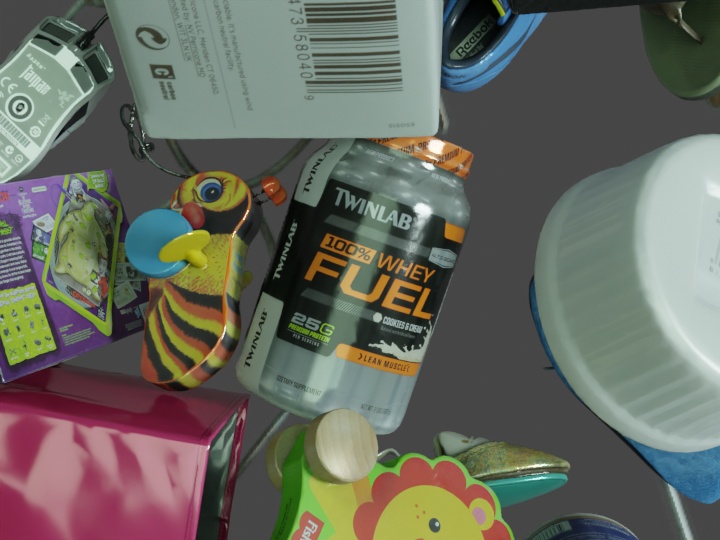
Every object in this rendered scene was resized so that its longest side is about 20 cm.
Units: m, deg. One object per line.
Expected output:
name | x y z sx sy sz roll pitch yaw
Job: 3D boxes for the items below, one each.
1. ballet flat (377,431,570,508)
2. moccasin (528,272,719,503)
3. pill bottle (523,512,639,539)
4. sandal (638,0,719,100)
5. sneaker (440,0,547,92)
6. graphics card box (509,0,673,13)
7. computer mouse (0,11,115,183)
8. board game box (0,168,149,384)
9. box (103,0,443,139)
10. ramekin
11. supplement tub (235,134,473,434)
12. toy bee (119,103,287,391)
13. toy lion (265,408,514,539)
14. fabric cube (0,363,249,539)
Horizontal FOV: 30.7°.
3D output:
ballet flat | 0.046 0.151 0.930 0.200 0.071 0.071 -20 92 1
moccasin | 0.183 0.078 0.919 0.080 0.068 0.200 -34 90 10
pill bottle | 0.157 0.234 0.858 0.111 0.200 0.111 0 93 2
sandal | 0.205 -0.210 0.889 0.057 0.080 0.202 -4 78 -40
sneaker | 0.114 -0.208 0.901 0.066 0.078 0.200 36 92 2
graphics card box | 0.160 -0.264 0.843 0.125 0.051 0.200 0 67 19
computer mouse | -0.217 -0.140 0.931 0.200 0.044 0.110 -45 96 -3
board game box | -0.204 -0.001 0.859 0.032 0.200 0.120 -13 93 20
box | -0.048 -0.208 0.808 0.199 0.199 0.172 1 54 7
ramekin | 0.222 0.010 0.849 0.200 0.098 0.201 9 68 -24
supplement tub | 0.000 0.000 0.891 0.122 0.123 0.200 18 93 1
toy bee | -0.103 -0.024 0.885 0.108 0.131 0.201 -10 95 10
toy lion | 0.011 0.194 0.815 0.192 0.069 0.200 40 53 -16
fabric cube | -0.195 0.173 0.867 0.199 0.196 0.201 9 93 1
